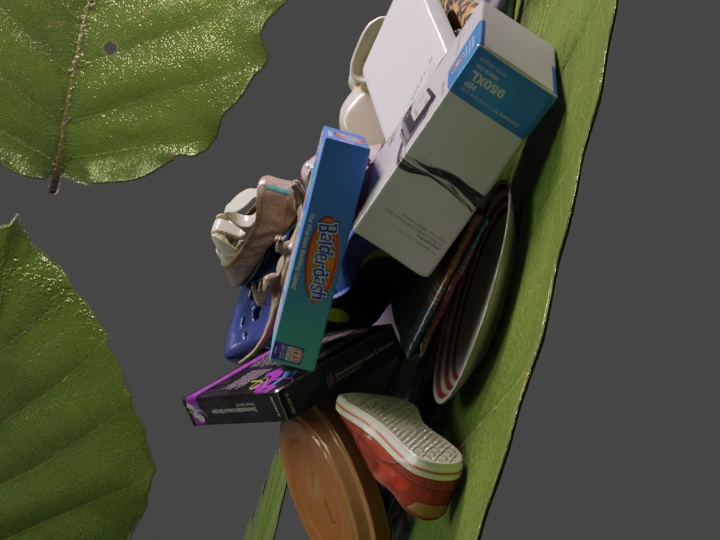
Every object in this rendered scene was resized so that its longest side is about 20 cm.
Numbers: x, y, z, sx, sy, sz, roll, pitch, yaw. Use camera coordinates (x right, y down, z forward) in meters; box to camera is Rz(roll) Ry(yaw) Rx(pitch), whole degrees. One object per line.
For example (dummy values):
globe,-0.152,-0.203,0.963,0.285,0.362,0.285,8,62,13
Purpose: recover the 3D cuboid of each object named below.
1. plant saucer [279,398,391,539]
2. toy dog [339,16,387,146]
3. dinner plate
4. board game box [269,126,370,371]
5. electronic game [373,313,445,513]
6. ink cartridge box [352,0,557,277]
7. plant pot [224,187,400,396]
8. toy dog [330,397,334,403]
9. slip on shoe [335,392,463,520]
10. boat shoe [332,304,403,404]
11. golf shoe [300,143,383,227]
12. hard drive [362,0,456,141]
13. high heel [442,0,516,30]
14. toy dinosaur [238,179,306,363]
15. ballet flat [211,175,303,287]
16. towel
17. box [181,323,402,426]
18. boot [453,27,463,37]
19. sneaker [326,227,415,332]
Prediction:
plant saucer,-0.030,0.213,1.554,0.201,0.032,0.202,51,152,41
toy dog,0.058,-0.162,1.811,0.195,0.139,0.200,-62,-15,-2
dinner plate,0.103,0.020,1.392,0.200,0.024,0.202,-165,90,-84
board game box,-0.037,-0.024,1.457,0.152,0.045,0.202,-101,25,-81
electronic game,0.046,0.135,1.539,0.200,0.041,0.202,17,-90,-87
ink cartridge box,0.082,-0.115,1.401,0.201,0.084,0.145,-55,9,23
plant pot,-0.019,0.025,1.768,0.180,0.198,0.202,150,137,-72
toy dog,-0.013,0.179,1.678,0.132,0.095,0.202,-121,17,-61
slip on shoe,0.027,0.152,1.375,0.200,0.073,0.062,-141,59,-62
boat shoe,0.022,0.060,1.642,0.066,0.071,0.202,48,-133,-57
golf shoe,-0.022,-0.084,1.633,0.200,0.090,0.076,-49,-40,-76
hard drive,0.054,-0.190,1.590,0.201,0.026,0.133,-107,35,-48
high heel,0.116,-0.252,1.771,0.200,0.071,0.144,-46,21,60
toy dinosaur,-0.074,0.013,1.620,0.101,0.058,0.202,-54,-18,-83
ballet flat,-0.121,-0.047,1.731,0.200,0.067,0.069,-48,28,51
towel,0.071,-0.003,1.479,0.200,0.022,0.148,-106,40,-78
box,-0.068,0.102,1.544,0.142,0.036,0.199,-29,8,-30
boot,0.096,-0.136,1.601,0.211,0.079,0.160,146,131,-59
sneaker,0.000,0.000,1.564,0.200,0.065,0.079,-43,34,52
